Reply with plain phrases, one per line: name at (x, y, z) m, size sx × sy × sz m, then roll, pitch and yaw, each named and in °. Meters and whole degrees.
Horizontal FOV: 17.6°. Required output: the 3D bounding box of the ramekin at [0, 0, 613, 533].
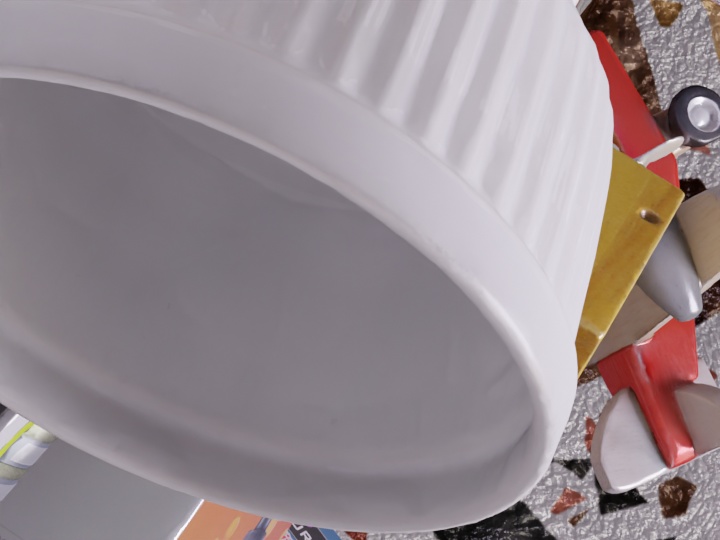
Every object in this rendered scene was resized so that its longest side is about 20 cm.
ramekin at (-0.030, -0.028, 0.602) m, size 0.200 × 0.200 × 0.105 m, roll 112°, pitch 0°, yaw -60°

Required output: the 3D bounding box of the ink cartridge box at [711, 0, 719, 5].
ink cartridge box at (0.114, -0.187, 1.144) m, size 0.044 × 0.173 × 0.200 m, roll -62°, pitch 174°, yaw 31°

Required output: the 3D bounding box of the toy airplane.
toy airplane at (0.107, 0.009, 1.104) m, size 0.199 × 0.141 × 0.201 m, roll -123°, pitch -140°, yaw -54°

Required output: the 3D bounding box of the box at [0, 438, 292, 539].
box at (-0.114, 0.109, 0.878) m, size 0.200 × 0.106 × 0.152 m, roll -54°, pitch 165°, yaw -16°

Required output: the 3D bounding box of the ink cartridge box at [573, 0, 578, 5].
ink cartridge box at (0.009, -0.078, 1.081) m, size 0.200 × 0.116 × 0.068 m, roll -61°, pitch 177°, yaw 34°

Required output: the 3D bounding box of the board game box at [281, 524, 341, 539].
board game box at (-0.090, 0.165, 1.060) m, size 0.200 × 0.151 × 0.047 m, roll -46°, pitch 166°, yaw 33°

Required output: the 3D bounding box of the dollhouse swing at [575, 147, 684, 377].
dollhouse swing at (0.000, 0.000, 0.976) m, size 0.176 × 0.200 × 0.182 m, roll -62°, pitch 174°, yaw 35°

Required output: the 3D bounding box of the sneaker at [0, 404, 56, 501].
sneaker at (-0.133, 0.046, 0.756) m, size 0.200 × 0.074 × 0.081 m, roll -46°, pitch 174°, yaw -38°
